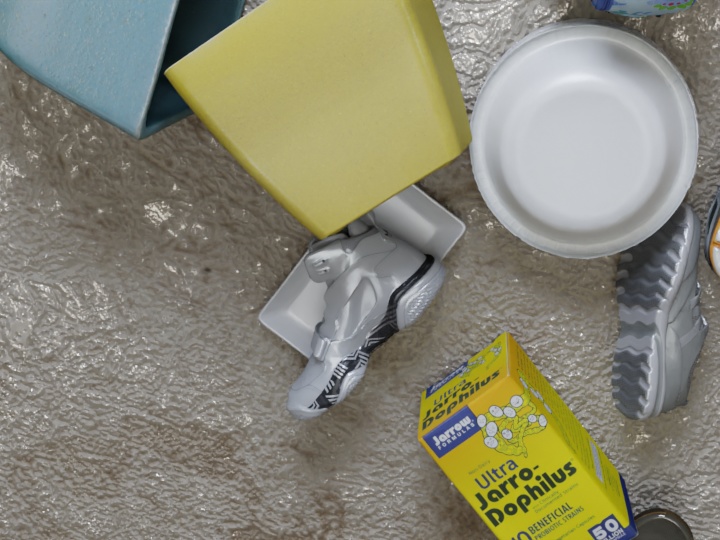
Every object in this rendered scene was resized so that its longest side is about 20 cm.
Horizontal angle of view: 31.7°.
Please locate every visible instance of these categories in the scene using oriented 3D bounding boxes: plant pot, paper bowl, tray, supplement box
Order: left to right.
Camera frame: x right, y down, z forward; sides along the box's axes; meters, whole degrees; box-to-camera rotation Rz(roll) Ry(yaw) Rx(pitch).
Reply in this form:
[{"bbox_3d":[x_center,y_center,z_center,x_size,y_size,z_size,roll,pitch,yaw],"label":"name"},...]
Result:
[{"bbox_3d":[-0.211,-0.252,1.052,0.198,0.196,0.199,23,109,6],"label":"plant pot"},{"bbox_3d":[-0.011,-0.142,1.043,0.198,0.200,0.178,-30,94,14],"label":"plant pot"},{"bbox_3d":[0.000,0.000,1.196,0.107,0.022,0.201,36,107,-8],"label":"tray"},{"bbox_3d":[0.156,0.180,1.195,0.108,0.110,0.201,-37,101,15],"label":"supplement box"},{"bbox_3d":[0.191,-0.111,1.093,0.197,0.104,0.204,3,107,10],"label":"paper bowl"}]

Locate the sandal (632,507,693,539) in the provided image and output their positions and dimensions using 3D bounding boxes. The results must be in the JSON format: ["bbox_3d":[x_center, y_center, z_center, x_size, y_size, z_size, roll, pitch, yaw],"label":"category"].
[{"bbox_3d":[0.248,0.316,1.214,0.081,0.055,0.200,39,106,-6],"label":"sandal"}]

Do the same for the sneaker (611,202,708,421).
[{"bbox_3d":[0.284,0.036,1.171,0.081,0.074,0.203,-1,106,-32],"label":"sneaker"}]

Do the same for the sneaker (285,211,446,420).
[{"bbox_3d":[-0.024,0.037,1.162,0.115,0.075,0.200,41,101,-8],"label":"sneaker"}]

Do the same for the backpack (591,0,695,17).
[{"bbox_3d":[0.209,-0.290,0.990,0.144,0.200,0.186,3,109,4],"label":"backpack"}]

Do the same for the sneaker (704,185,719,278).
[{"bbox_3d":[0.353,-0.083,1.115,0.077,0.077,0.202,27,90,0],"label":"sneaker"}]
